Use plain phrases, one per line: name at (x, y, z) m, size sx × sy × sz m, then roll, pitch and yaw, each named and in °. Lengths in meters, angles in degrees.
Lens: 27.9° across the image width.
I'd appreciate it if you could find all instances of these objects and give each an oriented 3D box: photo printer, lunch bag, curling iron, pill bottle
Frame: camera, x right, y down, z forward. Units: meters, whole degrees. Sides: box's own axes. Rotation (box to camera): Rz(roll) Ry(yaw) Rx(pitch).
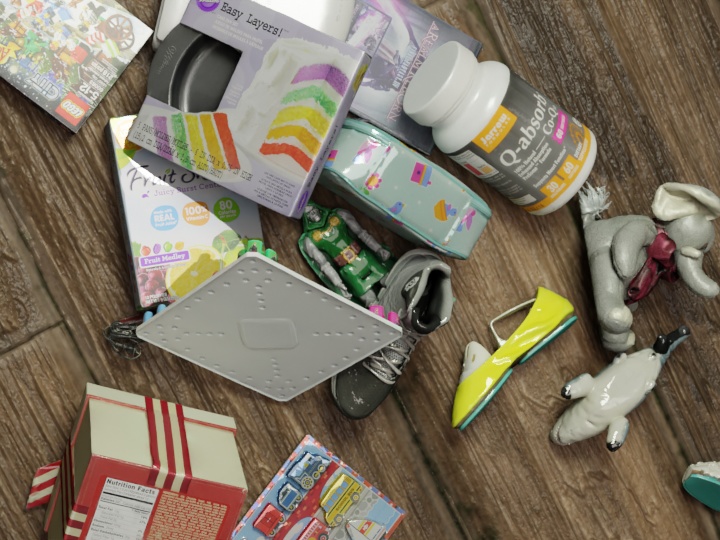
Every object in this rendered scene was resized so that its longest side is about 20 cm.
photo printer at (-0.106, -0.289, 1.530) m, size 0.200 × 0.069 × 0.167 m, roll 13°, pitch 88°, yaw -8°
lunch bag at (0.031, -0.092, 1.543) m, size 0.200 × 0.160 × 0.077 m, roll 33°, pitch 88°, yaw -20°
curling iron at (-0.176, 0.051, 1.549) m, size 0.200 × 0.026 × 0.050 m, roll -15°, pitch 59°, yaw -19°
pill bottle at (0.151, -0.156, 1.584) m, size 0.200 × 0.116 × 0.117 m, roll 33°, pitch 83°, yaw -23°

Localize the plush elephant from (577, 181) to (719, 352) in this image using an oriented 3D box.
plush elephant at (0.334, -0.016, 1.628) m, size 0.154 × 0.165 × 0.200 m, roll -9°, pitch 69°, yaw 9°

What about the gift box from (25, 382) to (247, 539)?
gift box at (-0.232, 0.239, 1.464) m, size 0.184 × 0.187 × 0.200 m, roll 21°, pitch 105°, yaw -18°

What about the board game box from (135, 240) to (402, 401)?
board game box at (-0.093, 0.055, 1.479) m, size 0.200 × 0.200 × 0.026 m, roll 28°, pitch 48°, yaw -31°

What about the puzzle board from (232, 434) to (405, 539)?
puzzle board at (-0.063, 0.304, 1.597) m, size 0.151 × 0.017 × 0.200 m, roll 40°, pitch 81°, yaw -13°

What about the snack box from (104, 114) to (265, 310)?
snack box at (-0.182, -0.068, 1.528) m, size 0.142 × 0.053 × 0.201 m, roll -9°, pitch 89°, yaw -17°

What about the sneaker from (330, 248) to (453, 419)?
sneaker at (0.036, 0.070, 1.517) m, size 0.075 × 0.115 × 0.200 m, roll 26°, pitch 89°, yaw -15°

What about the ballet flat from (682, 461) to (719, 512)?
ballet flat at (0.466, 0.269, 1.732) m, size 0.200 × 0.072 × 0.072 m, roll 32°, pitch 83°, yaw -17°

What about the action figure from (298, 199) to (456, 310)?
action figure at (0.000, 0.000, 1.591) m, size 0.118 × 0.055 × 0.200 m, roll -43°, pitch 98°, yaw -8°

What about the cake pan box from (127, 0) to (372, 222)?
cake pan box at (-0.114, -0.173, 1.453) m, size 0.200 × 0.052 × 0.185 m, roll 27°, pitch 92°, yaw 10°

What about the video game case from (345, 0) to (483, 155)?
video game case at (0.022, -0.236, 1.607) m, size 0.200 × 0.019 × 0.143 m, roll 27°, pitch 84°, yaw -14°

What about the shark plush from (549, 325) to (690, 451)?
shark plush at (0.295, 0.123, 1.667) m, size 0.091 × 0.083 × 0.200 m, roll 37°, pitch 75°, yaw 6°

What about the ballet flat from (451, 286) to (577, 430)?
ballet flat at (0.158, 0.094, 1.638) m, size 0.200 × 0.067 × 0.067 m, roll -42°, pitch 81°, yaw -14°

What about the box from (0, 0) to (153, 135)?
box at (-0.334, -0.254, 1.492) m, size 0.200 × 0.038 × 0.137 m, roll 37°, pitch 81°, yaw -14°
